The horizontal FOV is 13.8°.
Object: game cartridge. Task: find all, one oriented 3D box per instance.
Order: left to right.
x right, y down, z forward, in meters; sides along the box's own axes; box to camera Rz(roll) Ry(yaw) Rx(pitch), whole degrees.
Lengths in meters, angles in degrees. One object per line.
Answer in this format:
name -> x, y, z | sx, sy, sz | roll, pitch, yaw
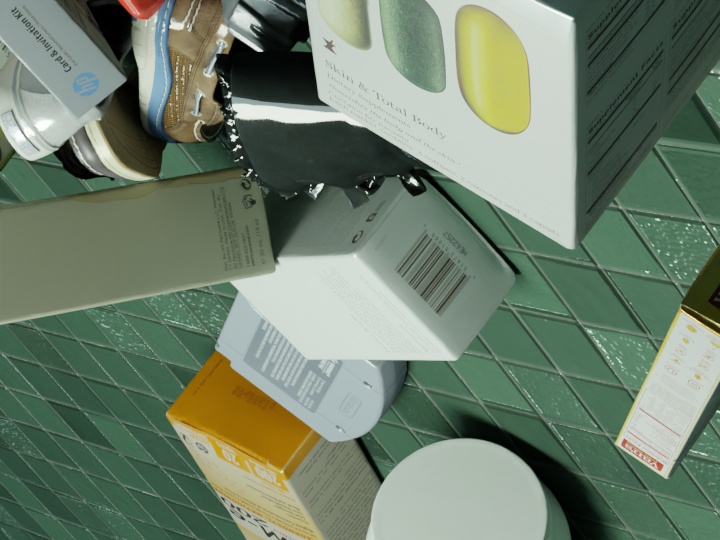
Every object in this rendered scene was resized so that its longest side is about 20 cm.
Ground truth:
game cartridge -> -0.033, 0.058, 2.103 | 0.133, 0.040, 0.200 | 40, 160, 4

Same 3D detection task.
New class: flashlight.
flashlight -> -0.111, -0.189, 1.658 | 0.200, 0.068, 0.068 | 37, 159, 4

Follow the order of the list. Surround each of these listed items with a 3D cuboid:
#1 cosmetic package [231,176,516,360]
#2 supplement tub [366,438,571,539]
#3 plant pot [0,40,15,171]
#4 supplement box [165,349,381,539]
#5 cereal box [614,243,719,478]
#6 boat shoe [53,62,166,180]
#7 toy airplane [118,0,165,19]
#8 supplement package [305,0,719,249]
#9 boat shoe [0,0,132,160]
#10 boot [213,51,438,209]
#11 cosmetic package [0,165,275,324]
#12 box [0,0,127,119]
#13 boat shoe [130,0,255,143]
cosmetic package -> 0.000, 0.000, 1.873 | 0.102, 0.074, 0.200 | 47, 160, -21
supplement tub -> 0.081, 0.218, 2.095 | 0.145, 0.146, 0.200 | 29, 158, 23
plant pot -> -0.284, -0.161, 1.837 | 0.181, 0.199, 0.200 | 9, 145, 41
supplement box -> -0.053, 0.162, 2.301 | 0.126, 0.074, 0.200 | 23, 156, 36
cereal box -> 0.191, 0.010, 1.470 | 0.039, 0.144, 0.200 | 33, 160, 9
boat shoe -> -0.162, -0.086, 1.844 | 0.200, 0.065, 0.072 | -80, -32, -78
toy airplane -> -0.135, -0.252, 1.507 | 0.200, 0.140, 0.200 | -111, 5, -45
supplement package -> 0.074, -0.145, 1.322 | 0.151, 0.151, 0.200 | 31, 159, 18
boat shoe -> -0.160, -0.140, 1.738 | 0.068, 0.200, 0.072 | -21, 113, 21
boot -> -0.001, -0.101, 1.589 | 0.162, 0.074, 0.198 | 3, 152, 21
cosmetic package -> -0.165, -0.013, 1.842 | 0.103, 0.199, 0.073 | -8, 91, 61
box -> -0.210, -0.189, 1.640 | 0.156, 0.041, 0.200 | 48, -173, -36
boat shoe -> -0.090, -0.118, 1.769 | 0.072, 0.073, 0.200 | 19, 165, 9
